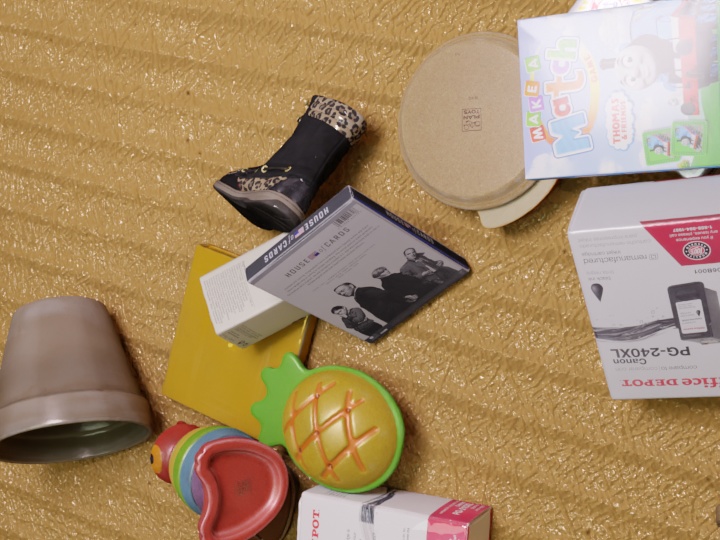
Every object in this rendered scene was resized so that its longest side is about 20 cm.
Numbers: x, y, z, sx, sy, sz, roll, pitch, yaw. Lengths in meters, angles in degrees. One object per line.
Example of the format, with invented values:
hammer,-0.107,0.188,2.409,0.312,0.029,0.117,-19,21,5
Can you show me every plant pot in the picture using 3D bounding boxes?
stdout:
plant pot,-0.368,0.133,1.342,0.200,0.200,0.174,-22,66,26

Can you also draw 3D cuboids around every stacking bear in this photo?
stacking bear,-0.179,0.230,1.261,0.200,0.114,0.122,10,104,56

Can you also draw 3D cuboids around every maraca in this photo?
maraca,-0.039,0.169,1.211,0.200,0.107,0.137,20,94,29

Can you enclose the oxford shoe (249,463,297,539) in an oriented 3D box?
oxford shoe,-0.139,0.317,1.289,0.071,0.071,0.200,34,105,23

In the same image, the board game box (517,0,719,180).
board game box,0.245,-0.163,0.977,0.200,0.037,0.151,-2,93,28

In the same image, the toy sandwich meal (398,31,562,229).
toy sandwich meal,0.135,-0.150,1.132,0.205,0.070,0.205,0,90,30

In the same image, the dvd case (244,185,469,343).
dvd case,0.000,0.000,1.138,0.150,0.200,0.025,-37,47,23

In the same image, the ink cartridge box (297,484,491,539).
ink cartridge box,0.035,0.322,1.194,0.200,0.084,0.145,5,95,25

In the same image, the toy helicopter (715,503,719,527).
toy helicopter,0.413,0.213,0.987,0.200,0.132,0.079,-24,52,42

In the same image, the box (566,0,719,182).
box,0.285,-0.185,1.032,0.200,0.101,0.113,42,110,18

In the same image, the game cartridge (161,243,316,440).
game cartridge,-0.145,0.088,1.303,0.176,0.032,0.200,21,104,24

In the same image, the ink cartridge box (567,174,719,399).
ink cartridge box,0.290,0.021,1.001,0.145,0.083,0.200,-5,122,28

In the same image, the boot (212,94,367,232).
boot,-0.082,-0.123,1.225,0.151,0.073,0.200,-54,24,-10

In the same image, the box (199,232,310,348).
box,-0.074,0.005,1.208,0.200,0.068,0.082,-26,63,12
